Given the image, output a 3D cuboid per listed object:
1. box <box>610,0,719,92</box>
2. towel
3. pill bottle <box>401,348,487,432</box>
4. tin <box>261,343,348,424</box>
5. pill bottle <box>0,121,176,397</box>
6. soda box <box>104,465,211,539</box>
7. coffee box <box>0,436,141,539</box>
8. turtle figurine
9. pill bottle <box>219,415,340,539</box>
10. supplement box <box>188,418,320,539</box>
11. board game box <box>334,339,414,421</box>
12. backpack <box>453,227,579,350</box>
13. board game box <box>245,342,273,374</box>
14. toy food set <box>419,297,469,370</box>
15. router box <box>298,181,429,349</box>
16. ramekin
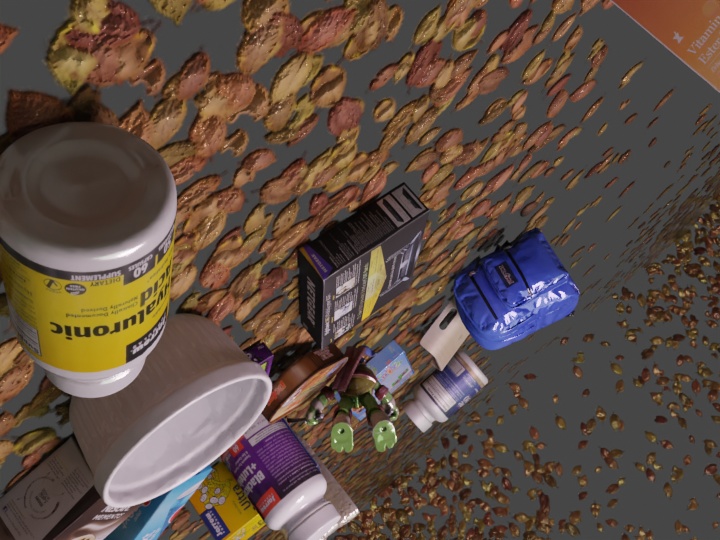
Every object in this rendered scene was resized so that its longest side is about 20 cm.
[{"bbox_3d":[0.364,-0.308,0.780,0.106,0.200,0.153,-25,155,-40],"label":"box"},{"bbox_3d":[-0.109,0.388,1.337,0.132,0.200,0.035,-36,148,-13],"label":"towel"},{"bbox_3d":[0.198,0.289,1.828,0.200,0.111,0.111,-42,160,0],"label":"pill bottle"},{"bbox_3d":[-0.084,0.162,1.114,0.112,0.042,0.200,-52,168,14],"label":"tin"},{"bbox_3d":[-0.188,0.006,0.532,0.111,0.112,0.201,-28,157,-32],"label":"pill bottle"},{"bbox_3d":[-0.289,0.317,1.051,0.200,0.064,0.068,-51,158,25],"label":"soda box"},{"bbox_3d":[-0.346,0.283,0.849,0.200,0.080,0.113,-41,159,-1],"label":"coffee box"},{"bbox_3d":[-0.009,0.239,1.228,0.201,0.143,0.194,-55,-164,13],"label":"turtle figurine"},{"bbox_3d":[-0.121,0.320,1.167,0.111,0.200,0.112,-35,159,-16],"label":"pill bottle"},{"bbox_3d":[-0.174,0.355,1.274,0.199,0.109,0.110,-37,159,-14],"label":"supplement box"},{"bbox_3d":[0.030,0.216,1.477,0.151,0.037,0.200,-40,161,-5],"label":"board game box"},{"bbox_3d":[0.263,0.030,1.361,0.198,0.164,0.168,-28,151,1],"label":"backpack"},{"bbox_3d":[-0.203,0.174,0.971,0.199,0.032,0.121,-30,154,-30],"label":"board game box"},{"bbox_3d":[0.178,0.115,1.535,0.144,0.060,0.200,-52,162,-7],"label":"toy food set"},{"bbox_3d":[0.000,0.000,0.952,0.156,0.052,0.201,-34,159,-20],"label":"router box"},{"bbox_3d":[-0.200,0.136,0.786,0.199,0.105,0.201,-37,160,-16],"label":"ramekin"}]
